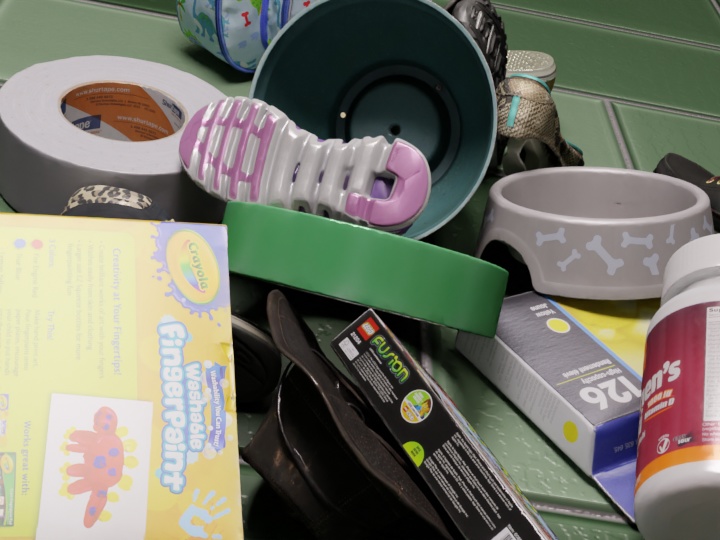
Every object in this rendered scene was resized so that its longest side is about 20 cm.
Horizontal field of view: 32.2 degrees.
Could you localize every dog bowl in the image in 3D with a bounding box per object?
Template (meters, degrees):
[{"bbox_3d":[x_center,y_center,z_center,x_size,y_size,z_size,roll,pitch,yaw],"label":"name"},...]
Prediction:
[{"bbox_3d":[0.189,-0.036,1.003,0.197,0.059,0.200,0,18,0],"label":"dog bowl"}]

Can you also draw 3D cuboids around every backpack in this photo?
[{"bbox_3d":[-0.071,-0.285,1.230,0.199,0.185,0.147,-21,44,-34],"label":"backpack"}]

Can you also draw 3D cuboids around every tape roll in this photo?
[{"bbox_3d":[-0.195,-0.102,1.016,0.198,0.067,0.201,10,33,-6],"label":"tape roll"},{"bbox_3d":[0.000,0.000,0.850,0.198,0.049,0.200,13,-2,0],"label":"tape roll"}]

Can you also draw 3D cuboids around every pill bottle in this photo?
[{"bbox_3d":[0.235,0.080,0.801,0.108,0.110,0.201,14,50,1],"label":"pill bottle"}]

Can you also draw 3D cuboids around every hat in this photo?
[{"bbox_3d":[-0.020,0.110,0.729,0.201,0.081,0.201,49,3,-3],"label":"hat"}]

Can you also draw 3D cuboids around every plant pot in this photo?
[{"bbox_3d":[0.020,-0.119,1.028,0.198,0.203,0.134,19,6,10],"label":"plant pot"}]

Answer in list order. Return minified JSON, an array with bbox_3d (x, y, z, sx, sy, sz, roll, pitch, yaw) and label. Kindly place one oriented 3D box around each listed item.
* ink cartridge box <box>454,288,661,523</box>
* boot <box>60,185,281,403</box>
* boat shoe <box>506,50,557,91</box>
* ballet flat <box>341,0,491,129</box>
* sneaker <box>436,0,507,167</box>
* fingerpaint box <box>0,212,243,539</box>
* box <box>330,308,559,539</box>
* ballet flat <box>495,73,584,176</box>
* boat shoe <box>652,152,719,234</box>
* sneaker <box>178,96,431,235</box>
[{"bbox_3d":[0.203,0.077,0.905,0.196,0.047,0.200,-11,37,-34],"label":"ink cartridge box"},{"bbox_3d":[-0.139,0.008,0.863,0.201,0.074,0.154,15,30,1],"label":"boot"},{"bbox_3d":[0.098,-0.185,1.252,0.198,0.063,0.075,4,35,16],"label":"boat shoe"},{"bbox_3d":[0.048,-0.200,1.190,0.066,0.057,0.200,36,74,30],"label":"ballet flat"},{"bbox_3d":[0.092,-0.163,1.116,0.078,0.201,0.075,10,61,14],"label":"sneaker"},{"bbox_3d":[-0.154,0.073,0.693,0.165,0.074,0.202,2,59,-16],"label":"fingerpaint box"},{"bbox_3d":[0.062,0.119,0.727,0.035,0.110,0.200,-39,50,2],"label":"box"},{"bbox_3d":[0.153,-0.104,1.114,0.067,0.076,0.200,14,-10,22],"label":"ballet flat"},{"bbox_3d":[0.344,-0.057,1.144,0.073,0.064,0.202,-9,37,-27],"label":"boat shoe"},{"bbox_3d":[-0.039,-0.067,0.930,0.198,0.081,0.088,17,-9,14],"label":"sneaker"}]
